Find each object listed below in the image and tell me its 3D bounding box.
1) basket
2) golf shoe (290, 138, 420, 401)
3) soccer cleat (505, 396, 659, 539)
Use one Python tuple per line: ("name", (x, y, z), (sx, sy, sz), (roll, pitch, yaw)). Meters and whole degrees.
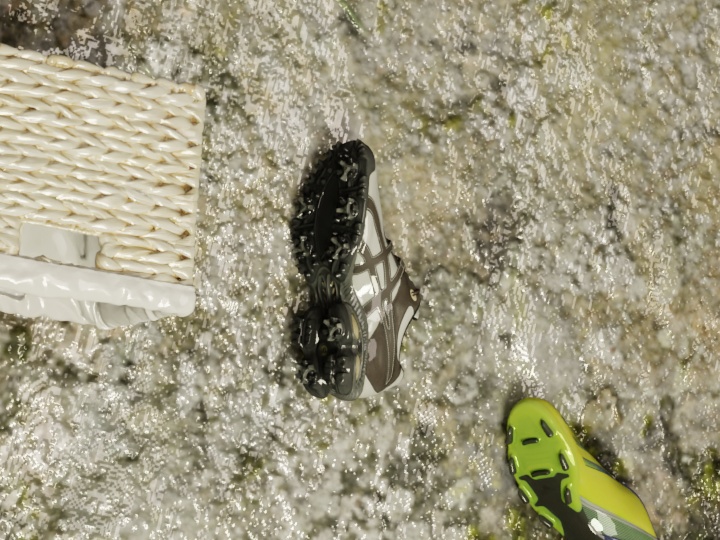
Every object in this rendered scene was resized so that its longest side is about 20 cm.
("basket", (-0.227, -0.053, 1.428), (0.198, 0.200, 0.161), (10, 81, -25))
("golf shoe", (0.000, 0.000, 1.606), (0.094, 0.078, 0.200), (4, 91, -42))
("soccer cleat", (0.185, 0.182, 1.701), (0.200, 0.065, 0.084), (57, 40, -10))
